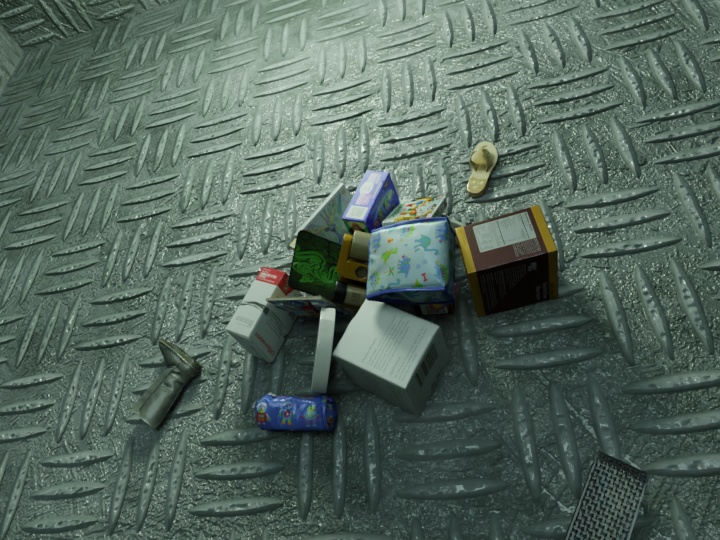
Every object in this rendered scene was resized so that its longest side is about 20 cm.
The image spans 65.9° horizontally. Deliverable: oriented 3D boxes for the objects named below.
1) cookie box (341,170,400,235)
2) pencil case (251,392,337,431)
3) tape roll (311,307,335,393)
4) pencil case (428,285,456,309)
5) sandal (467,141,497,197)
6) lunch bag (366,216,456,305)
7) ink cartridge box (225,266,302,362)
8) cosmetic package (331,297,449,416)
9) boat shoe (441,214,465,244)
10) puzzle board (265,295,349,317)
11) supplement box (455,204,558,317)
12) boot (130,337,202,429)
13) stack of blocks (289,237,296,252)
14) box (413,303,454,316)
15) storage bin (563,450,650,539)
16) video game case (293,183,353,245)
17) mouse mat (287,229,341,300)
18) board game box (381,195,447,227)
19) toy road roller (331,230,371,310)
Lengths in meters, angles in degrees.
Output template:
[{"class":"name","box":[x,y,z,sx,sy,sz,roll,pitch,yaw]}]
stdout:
[{"class":"cookie box","box":[0.042,-0.136,1.496,0.074,0.201,0.173,11,60,27]},{"class":"pencil case","box":[-0.153,0.335,1.318,0.197,0.078,0.088,-3,78,17]},{"class":"tape roll","box":[-0.088,0.188,1.322,0.036,0.204,0.205,8,56,-4]},{"class":"pencil case","box":[0.155,0.000,1.345,0.088,0.089,0.201,-30,55,-2]},{"class":"sandal","box":[0.345,-0.313,1.589,0.077,0.070,0.214,5,59,23]},{"class":"lunch bag","box":[0.110,-0.015,1.247,0.197,0.128,0.173,-3,68,19]},{"class":"ink cartridge box","box":[-0.245,0.117,1.462,0.083,0.145,0.202,12,61,28]},{"class":"cosmetic package","box":[0.074,0.196,1.276,0.198,0.166,0.166,21,65,30]},{"class":"boat shoe","box":[0.212,-0.128,1.509,0.198,0.072,0.064,18,41,30]},{"class":"puzzle board","box":[-0.129,0.096,1.405,0.148,0.200,0.018,-3,73,18]},{"class":"supplement box","box":[0.345,-0.016,1.303,0.197,0.198,0.134,-15,53,10]},{"class":"boot","box":[-0.543,0.301,1.502,0.181,0.073,0.201,27,76,35]},{"class":"stack of blocks","box":[-0.096,-0.099,1.570,0.058,0.116,0.201,24,67,43]},{"class":"box","box":[0.190,0.011,1.422,0.099,0.075,0.202,-6,53,16]},{"class":"storage bin","box":[0.432,0.446,0.989,0.093,0.136,0.201,18,65,29]},{"class":"video game case","box":[-0.063,-0.103,1.528,0.200,0.183,0.022,-49,33,-16]},{"class":"mouse mat","box":[-0.091,-0.004,1.465,0.007,0.198,0.163,-21,55,56]},{"class":"board game box","box":[0.145,-0.147,1.450,0.124,0.035,0.200,-2,23,22]},{"class":"toy road roller","box":[0.000,0.000,1.406,0.121,0.146,0.203,13,101,-3]}]
